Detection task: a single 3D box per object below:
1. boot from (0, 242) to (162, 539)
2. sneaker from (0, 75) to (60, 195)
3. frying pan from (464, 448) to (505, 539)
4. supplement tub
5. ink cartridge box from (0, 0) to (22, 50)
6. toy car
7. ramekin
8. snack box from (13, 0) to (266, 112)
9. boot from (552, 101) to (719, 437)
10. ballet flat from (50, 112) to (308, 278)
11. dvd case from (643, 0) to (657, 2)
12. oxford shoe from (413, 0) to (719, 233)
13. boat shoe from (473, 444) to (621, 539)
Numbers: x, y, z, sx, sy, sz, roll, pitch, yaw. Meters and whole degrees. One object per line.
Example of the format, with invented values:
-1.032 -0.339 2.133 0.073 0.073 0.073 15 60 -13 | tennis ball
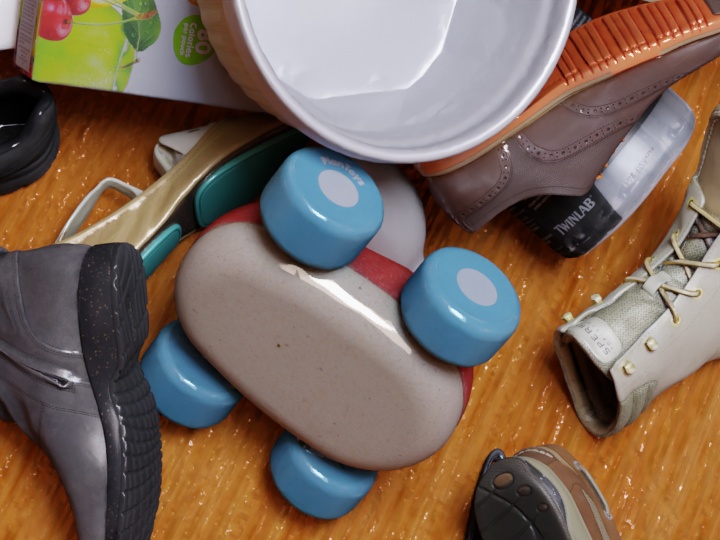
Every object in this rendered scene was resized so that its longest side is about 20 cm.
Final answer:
-0.181 0.077 0.948 0.131 0.070 0.202 0 99 11 | boot
-0.257 -0.061 0.952 0.199 0.091 0.076 -29 86 -21 | sneaker
0.071 0.210 1.011 0.115 0.031 0.190 42 70 -4 | frying pan
0.095 -0.113 1.060 0.200 0.123 0.123 42 67 -2 | supplement tub
-0.181 -0.190 1.002 0.198 0.067 0.117 -9 100 -16 | ink cartridge box
0.000 0.000 0.998 0.176 0.185 0.200 35 39 -5 | toy car
0.006 -0.159 0.919 0.199 0.105 0.202 -3 97 -24 | ramekin
-0.084 -0.166 0.970 0.199 0.053 0.143 6 103 -25 | snack box
0.188 0.001 1.028 0.154 0.201 0.072 -30 50 -20 | boot
-0.115 -0.044 1.007 0.063 0.069 0.200 42 65 13 | ballet flat
0.151 -0.201 1.088 0.199 0.149 0.016 9 116 -27 | dvd case
0.127 -0.089 0.974 0.199 0.071 0.073 -26 113 14 | oxford shoe
0.138 0.193 1.009 0.074 0.075 0.201 -27 97 -52 | boat shoe
